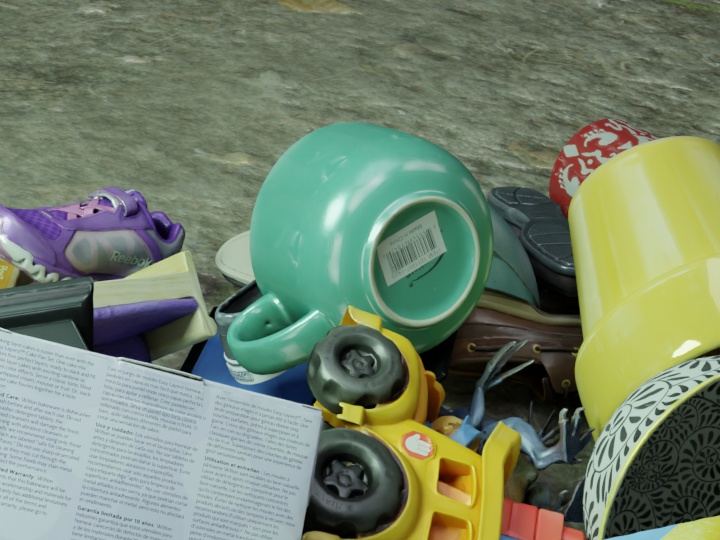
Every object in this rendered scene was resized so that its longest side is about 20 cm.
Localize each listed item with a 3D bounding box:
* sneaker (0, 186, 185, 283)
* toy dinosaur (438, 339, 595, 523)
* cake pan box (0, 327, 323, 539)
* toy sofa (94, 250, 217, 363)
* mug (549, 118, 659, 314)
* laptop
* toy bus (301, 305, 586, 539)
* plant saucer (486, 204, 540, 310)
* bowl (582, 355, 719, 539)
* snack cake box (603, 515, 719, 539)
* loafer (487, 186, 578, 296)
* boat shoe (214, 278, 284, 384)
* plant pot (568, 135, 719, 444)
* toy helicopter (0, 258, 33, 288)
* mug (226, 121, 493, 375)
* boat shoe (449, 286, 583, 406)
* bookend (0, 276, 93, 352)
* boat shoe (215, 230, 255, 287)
[{"bbox_3d":[-0.205,-0.027,1.244,0.080,0.089,0.199,33,7,36],"label":"sneaker"},{"bbox_3d":[0.080,0.114,1.136,0.180,0.106,0.200,8,34,44],"label":"toy dinosaur"},{"bbox_3d":[-0.122,0.142,0.843,0.198,0.186,0.052,15,-19,-17],"label":"cake pan box"},{"bbox_3d":[-0.195,0.050,1.116,0.082,0.099,0.199,-23,-11,39],"label":"toy sofa"},{"bbox_3d":[0.243,-0.045,1.404,0.176,0.135,0.200,-8,29,-27],"label":"mug"},{"bbox_3d":[-0.028,0.050,1.201,0.103,0.199,0.178,46,27,-14],"label":"laptop"},{"bbox_3d":[0.042,0.141,1.002,0.190,0.136,0.201,12,47,-2],"label":"toy bus"},{"bbox_3d":[0.072,-0.036,1.302,0.200,0.201,0.039,30,76,37],"label":"plant saucer"},{"bbox_3d":[0.208,0.129,1.019,0.199,0.203,0.094,-8,25,-23],"label":"bowl"},{"bbox_3d":[0.150,0.216,0.930,0.198,0.116,0.067,-7,31,-23],"label":"snack cake box"},{"bbox_3d":[0.154,-0.013,1.367,0.071,0.064,0.200,0,21,-14],"label":"loafer"},{"bbox_3d":[-0.030,0.003,1.206,0.199,0.068,0.071,-36,29,-33],"label":"boat shoe"},{"bbox_3d":[0.235,0.018,1.154,0.198,0.202,0.190,-4,54,-16],"label":"plant pot"},{"bbox_3d":[-0.270,0.026,1.238,0.131,0.080,0.200,4,23,-2],"label":"toy helicopter"},{"bbox_3d":[0.010,-0.002,1.111,0.151,0.187,0.114,17,3,-32],"label":"mug"},{"bbox_3d":[0.152,0.072,1.250,0.198,0.072,0.068,14,62,-1],"label":"boat shoe"},{"bbox_3d":[-0.168,0.142,0.917,0.091,0.202,0.199,-8,31,-23],"label":"bookend"},{"bbox_3d":[-0.022,0.011,1.327,0.198,0.063,0.073,5,46,18],"label":"boat shoe"}]
